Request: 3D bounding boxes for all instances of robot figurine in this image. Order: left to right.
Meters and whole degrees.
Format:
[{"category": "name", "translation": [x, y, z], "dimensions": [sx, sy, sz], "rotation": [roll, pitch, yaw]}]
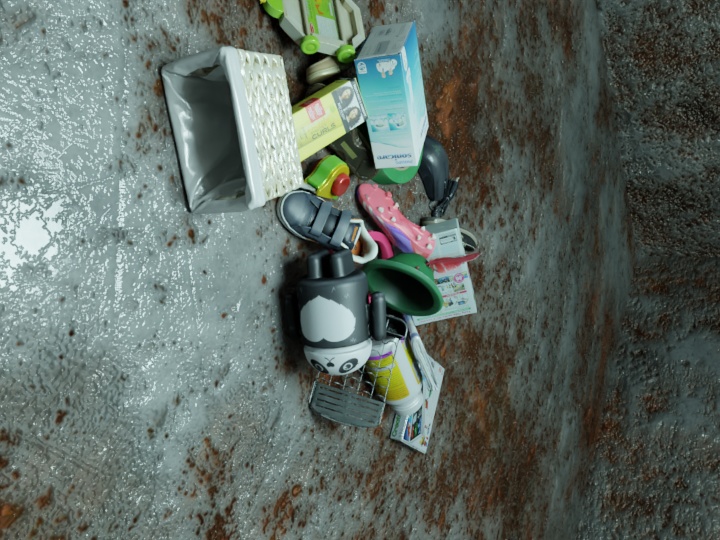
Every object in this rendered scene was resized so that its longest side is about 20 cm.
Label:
[{"category": "robot figurine", "translation": [-0.043, 0.070, 0.942], "dimensions": [0.122, 0.149, 0.207], "rotation": [-10, 101, -33]}]

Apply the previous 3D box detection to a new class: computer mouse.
[{"category": "computer mouse", "translation": [0.186, -0.232, 1.344], "dimensions": [0.140, 0.052, 0.202], "rotation": [-58, 134, -33]}]

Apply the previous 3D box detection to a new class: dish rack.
[{"category": "dish rack", "translation": [-0.008, 0.173, 1.027], "dimensions": [0.055, 0.149, 0.206], "rotation": [90, 15, -74]}]

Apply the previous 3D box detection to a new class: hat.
[{"category": "hat", "translation": [0.110, -0.027, 1.102], "dimensions": [0.201, 0.162, 0.179], "rotation": [53, 52, -43]}]

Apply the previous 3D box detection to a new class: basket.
[{"category": "basket", "translation": [-0.172, -0.193, 0.795], "dimensions": [0.122, 0.132, 0.206], "rotation": [-26, 112, -54]}]

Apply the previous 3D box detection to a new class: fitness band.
[{"category": "fitness band", "translation": [0.000, 0.000, 1.118], "dimensions": [0.198, 0.037, 0.148], "rotation": [-19, 109, -51]}]

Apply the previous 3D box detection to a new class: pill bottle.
[{"category": "pill bottle", "translation": [0.065, 0.198, 1.155], "dimensions": [0.105, 0.102, 0.204], "rotation": [-50, 129, -39]}]

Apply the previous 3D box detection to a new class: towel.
[{"category": "towel", "translation": [0.110, 0.136, 1.184], "dimensions": [0.202, 0.023, 0.149], "rotation": [-109, 176, -58]}]

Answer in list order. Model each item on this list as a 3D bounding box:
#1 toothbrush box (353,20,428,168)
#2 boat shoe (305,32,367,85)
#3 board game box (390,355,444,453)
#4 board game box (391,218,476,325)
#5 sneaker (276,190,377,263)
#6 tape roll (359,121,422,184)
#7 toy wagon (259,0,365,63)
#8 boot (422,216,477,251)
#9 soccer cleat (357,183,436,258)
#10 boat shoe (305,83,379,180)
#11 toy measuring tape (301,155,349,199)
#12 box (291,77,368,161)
[{"category": "toothbrush box", "translation": [0.061, -0.308, 1.009], "dimensions": [0.148, 0.083, 0.204], "rotation": [-72, 154, -45]}, {"category": "boat shoe", "translation": [-0.045, -0.388, 1.017], "dimensions": [0.201, 0.070, 0.066], "rotation": [-52, 122, -47]}, {"category": "board game box", "translation": [0.134, 0.301, 1.309], "dimensions": [0.126, 0.034, 0.205], "rotation": [41, 59, -47]}, {"category": "board game box", "translation": [0.163, 0.006, 1.240], "dimensions": [0.065, 0.143, 0.205], "rotation": [-76, 151, -64]}, {"category": "sneaker", "translation": [-0.049, -0.076, 0.980], "dimensions": [0.198, 0.078, 0.080], "rotation": [29, 76, -35]}, {"category": "tape roll", "translation": [0.063, -0.282, 1.177], "dimensions": [0.198, 0.047, 0.207], "rotation": [-3, 94, -53]}, {"category": "toy wagon", "translation": [-0.084, -0.427, 0.941], "dimensions": [0.195, 0.039, 0.160], "rotation": [2, 69, -31]}, {"category": "boot", "translation": [0.207, -0.031, 1.363], "dimensions": [0.198, 0.072, 0.155], "rotation": [21, 73, -48]}, {"category": "soccer cleat", "translation": [0.064, -0.091, 1.141], "dimensions": [0.198, 0.076, 0.067], "rotation": [38, 48, -7]}, {"category": "boat shoe", "translation": [-0.035, -0.258, 1.043], "dimensions": [0.201, 0.070, 0.077], "rotation": [55, 19, -33]}, {"category": "toy measuring tape", "translation": [-0.067, -0.165, 0.968], "dimensions": [0.199, 0.071, 0.076], "rotation": [-2, 93, -67]}, {"category": "box", "translation": [-0.082, -0.236, 0.925], "dimensions": [0.198, 0.050, 0.077], "rotation": [-35, 121, -21]}]
